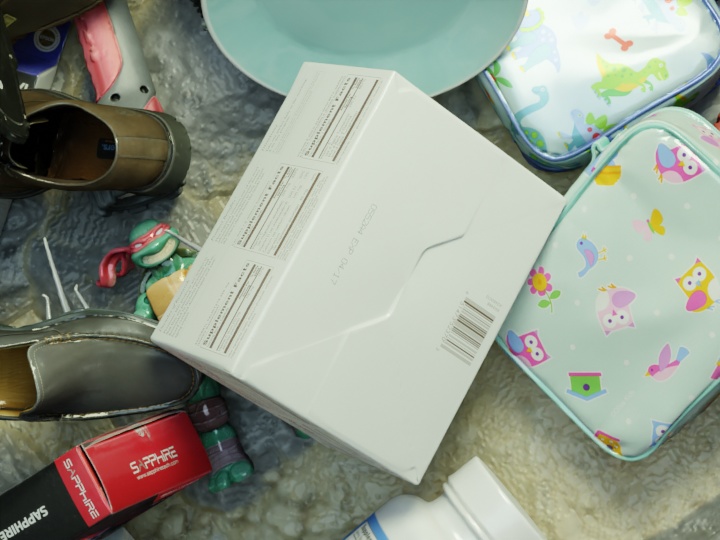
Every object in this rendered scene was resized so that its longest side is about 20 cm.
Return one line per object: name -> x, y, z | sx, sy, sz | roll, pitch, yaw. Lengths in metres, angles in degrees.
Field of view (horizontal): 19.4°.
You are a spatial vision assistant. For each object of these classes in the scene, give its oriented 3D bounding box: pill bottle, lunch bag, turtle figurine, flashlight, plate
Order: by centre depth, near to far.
plate -> 0.003, -0.173, 1.275 | 0.199, 0.200, 0.026 | -7, 51, 6
lunch bag -> 0.182, 0.002, 1.306 | 0.160, 0.077, 0.200 | 44, 116, 12
pill bottle -> 0.023, 0.212, 1.316 | 0.200, 0.112, 0.112 | -39, 81, 1
turtle figurine -> -0.106, 0.034, 1.358 | 0.149, 0.101, 0.200 | -31, 97, 18
lunch bag -> 0.137, -0.175, 1.359 | 0.160, 0.082, 0.200 | -32, 81, 4
flashlight -> -0.176, -0.138, 1.403 | 0.068, 0.068, 0.201 | -23, 81, 19

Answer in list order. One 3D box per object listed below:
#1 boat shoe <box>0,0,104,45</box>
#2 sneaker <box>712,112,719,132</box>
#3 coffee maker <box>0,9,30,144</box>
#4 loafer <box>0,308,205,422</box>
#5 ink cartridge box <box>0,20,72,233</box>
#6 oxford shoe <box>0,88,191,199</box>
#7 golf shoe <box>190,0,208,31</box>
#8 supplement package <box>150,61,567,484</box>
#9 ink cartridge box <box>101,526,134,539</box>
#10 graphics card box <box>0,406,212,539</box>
boat shoe -> -0.226, -0.196, 1.367 | 0.200, 0.072, 0.076 | -28, 59, 18
sneaker -> 0.302, -0.104, 1.334 | 0.115, 0.078, 0.200 | 32, 90, 11
coffee maker -> -0.322, -0.131, 1.283 | 0.199, 0.135, 0.192 | -19, 48, 5
loafer -> -0.194, 0.067, 1.289 | 0.199, 0.072, 0.073 | -1, 111, -4
ink cartridge box -> -0.273, -0.092, 1.426 | 0.094, 0.037, 0.201 | 18, 84, 9
oxford shoe -> -0.212, -0.084, 1.340 | 0.199, 0.084, 0.073 | 0, 88, 31
golf shoe -> -0.041, -0.160, 1.390 | 0.200, 0.077, 0.088 | 43, 83, 1
supplement package -> 0.000, 0.000, 1.277 | 0.156, 0.111, 0.200 | 34, 80, -31
ink cartridge box -> -0.123, 0.273, 1.280 | 0.083, 0.147, 0.200 | -34, 101, 3
graphics card box -> -0.202, 0.160, 1.310 | 0.200, 0.125, 0.051 | -31, 84, 25
